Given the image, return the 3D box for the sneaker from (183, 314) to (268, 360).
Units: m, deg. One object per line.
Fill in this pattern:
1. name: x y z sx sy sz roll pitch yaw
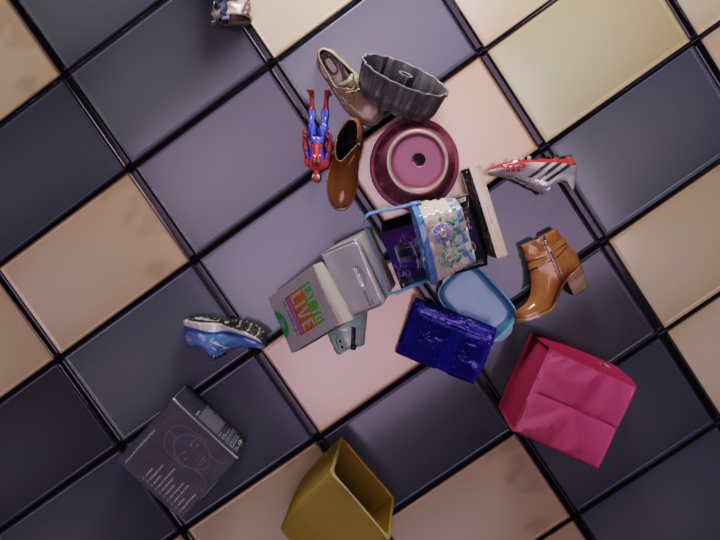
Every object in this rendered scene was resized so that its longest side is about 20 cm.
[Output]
1. sneaker: -0.305 0.157 1.627 0.197 0.079 0.090 8 103 9

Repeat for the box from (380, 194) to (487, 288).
1. box: 0.161 -0.060 1.551 0.198 0.079 0.142 -17 113 16

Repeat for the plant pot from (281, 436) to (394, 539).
1. plant pot: -0.064 0.537 1.602 0.199 0.194 0.196 -40 94 10

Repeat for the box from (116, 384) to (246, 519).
1. box: -0.400 0.407 1.624 0.196 0.124 0.200 43 96 -5

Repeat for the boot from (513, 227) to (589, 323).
1. boot: 0.393 0.013 1.591 0.199 0.074 0.156 -31 94 -11

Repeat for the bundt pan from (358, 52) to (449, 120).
1. bundt pan: 0.082 -0.379 1.506 0.200 0.202 0.076 23 120 -1

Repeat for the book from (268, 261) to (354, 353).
1. book: -0.110 0.079 1.502 0.048 0.200 0.135 -20 81 -40

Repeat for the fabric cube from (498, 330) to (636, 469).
1. fabric cube: 0.440 0.272 1.556 0.197 0.196 0.202 23 97 1

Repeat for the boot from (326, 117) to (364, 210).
1. boot: -0.031 -0.227 1.533 0.076 0.155 0.202 18 96 -1

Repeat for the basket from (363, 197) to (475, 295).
1. basket: 0.118 -0.058 1.439 0.198 0.139 0.178 -17 110 6

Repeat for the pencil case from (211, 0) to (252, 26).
1. pencil case: -0.287 -0.631 1.536 0.088 0.078 0.203 -9 97 -18

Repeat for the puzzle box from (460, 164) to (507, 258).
1. puzzle box: 0.265 -0.128 1.550 0.025 0.133 0.202 -18 94 2

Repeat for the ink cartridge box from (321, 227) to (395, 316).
1. ink cartridge box: 0.000 0.000 1.531 0.087 0.200 0.147 -22 96 12

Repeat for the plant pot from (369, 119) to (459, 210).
1. plant pot: 0.115 -0.227 1.519 0.197 0.179 0.203 0 96 2

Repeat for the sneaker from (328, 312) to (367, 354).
1. sneaker: -0.083 0.134 1.613 0.197 0.074 0.120 -2 95 1

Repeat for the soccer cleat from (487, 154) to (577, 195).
1. soccer cleat: 0.378 -0.207 1.572 0.197 0.069 0.086 -4 92 -3

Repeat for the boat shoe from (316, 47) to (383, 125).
1. boat shoe: -0.026 -0.400 1.561 0.072 0.065 0.201 -39 94 5

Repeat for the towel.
1. towel: 0.188 0.160 1.599 0.198 0.050 0.149 21 110 7

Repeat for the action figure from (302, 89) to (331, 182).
1. action figure: -0.096 -0.296 1.584 0.064 0.052 0.203 1 98 -3

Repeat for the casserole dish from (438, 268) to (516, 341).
1. casserole dish: 0.262 0.074 1.618 0.121 0.039 0.200 -43 93 5
